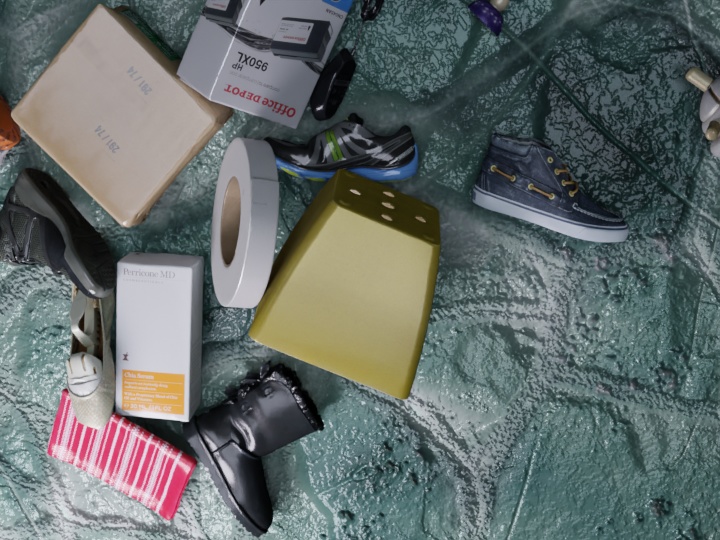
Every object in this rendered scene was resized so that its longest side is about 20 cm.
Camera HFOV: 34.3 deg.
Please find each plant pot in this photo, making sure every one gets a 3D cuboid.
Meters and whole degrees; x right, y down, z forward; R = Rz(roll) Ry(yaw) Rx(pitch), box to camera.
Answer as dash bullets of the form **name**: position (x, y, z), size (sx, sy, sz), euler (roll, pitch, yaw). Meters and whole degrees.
- **plant pot**: position (0.000, 0.000, 1.375), size (0.197, 0.201, 0.179), euler (21, 112, -5)

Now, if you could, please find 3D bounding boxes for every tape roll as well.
- **tape roll**: position (-0.140, -0.057, 1.395), size (0.036, 0.203, 0.207), euler (5, 104, -20)

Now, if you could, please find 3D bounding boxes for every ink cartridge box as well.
- **ink cartridge box**: position (-0.106, -0.285, 1.366), size (0.143, 0.084, 0.202), euler (12, 109, -45)

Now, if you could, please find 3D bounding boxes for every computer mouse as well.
- **computer mouse**: position (-0.017, -0.277, 1.413), size (0.034, 0.058, 0.203), euler (28, 102, 16)

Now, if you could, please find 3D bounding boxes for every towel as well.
- **towel**: position (-0.315, 0.243, 1.528), size (0.198, 0.023, 0.145), euler (29, 134, -1)

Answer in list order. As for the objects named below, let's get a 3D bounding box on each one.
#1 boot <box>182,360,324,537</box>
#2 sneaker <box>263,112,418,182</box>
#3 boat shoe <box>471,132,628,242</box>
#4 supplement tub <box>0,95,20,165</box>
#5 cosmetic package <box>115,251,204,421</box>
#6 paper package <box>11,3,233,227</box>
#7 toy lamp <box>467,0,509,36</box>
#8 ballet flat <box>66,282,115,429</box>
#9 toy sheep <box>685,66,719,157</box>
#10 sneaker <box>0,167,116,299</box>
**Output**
- **boot**: position (-0.122, 0.230, 1.524), size (0.161, 0.073, 0.200), euler (-31, 100, 4)
- **sneaker**: position (-0.027, -0.151, 1.438), size (0.196, 0.071, 0.084), euler (1, 92, 2)
- **boat shoe**: position (0.239, -0.100, 1.419), size (0.197, 0.071, 0.092), euler (16, 107, 3)
- **supplement tub**: position (-0.528, -0.145, 1.446), size (0.198, 0.123, 0.124), euler (-31, 98, 11)
- **cosmetic package**: position (-0.258, 0.084, 1.499), size (0.099, 0.071, 0.204), euler (3, 102, 4)
- **paper package**: position (-0.288, -0.191, 1.427), size (0.200, 0.104, 0.191), euler (43, 100, -4)
- **toy lamp**: position (0.209, -0.371, 1.373), size (0.058, 0.058, 0.200), euler (41, 101, -5)
- **ballet flat**: position (-0.346, 0.099, 1.466), size (0.066, 0.062, 0.203), euler (-14, 64, 17)
- **toy sheep**: position (0.462, -0.172, 1.358), size (0.200, 0.138, 0.138), euler (42, 102, 2)
- **sneaker**: position (-0.390, -0.021, 1.471), size (0.200, 0.076, 0.114), euler (47, 110, 15)
